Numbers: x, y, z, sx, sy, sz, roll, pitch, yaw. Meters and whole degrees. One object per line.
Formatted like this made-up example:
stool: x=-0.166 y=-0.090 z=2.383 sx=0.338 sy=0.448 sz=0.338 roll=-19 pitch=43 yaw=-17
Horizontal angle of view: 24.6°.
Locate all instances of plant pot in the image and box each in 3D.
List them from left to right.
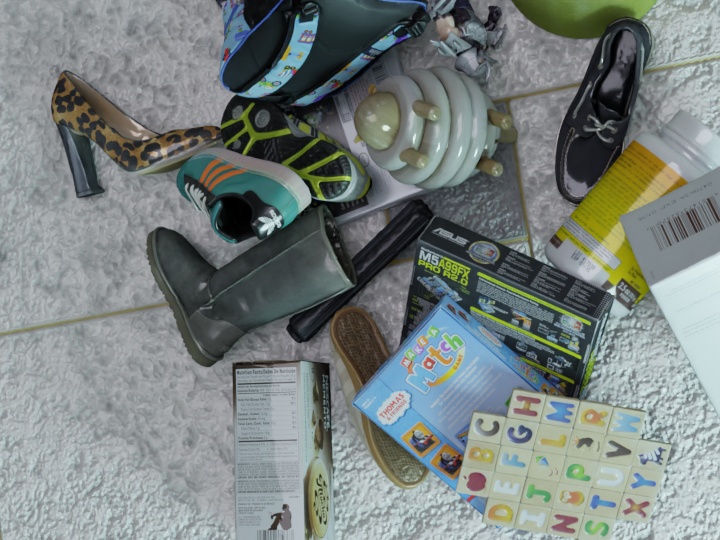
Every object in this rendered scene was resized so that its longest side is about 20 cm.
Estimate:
plant pot: x=0.213 y=-0.344 z=1.645 sx=0.186 sy=0.200 sz=0.189 roll=-1 pitch=85 yaw=14

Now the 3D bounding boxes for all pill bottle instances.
pill bottle: x=0.284 y=-0.059 z=1.649 sx=0.109 sy=0.109 sz=0.200 roll=41 pitch=97 yaw=14

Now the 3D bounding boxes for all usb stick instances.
usb stick: x=0.000 y=0.000 z=1.750 sx=0.200 sy=0.055 sz=0.033 roll=-44 pitch=92 yaw=8

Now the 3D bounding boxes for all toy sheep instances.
toy sheep: x=0.080 y=-0.144 z=1.686 sx=0.138 sy=0.199 sz=0.139 roll=-20 pitch=66 yaw=54

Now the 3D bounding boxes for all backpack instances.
backpack: x=-0.054 y=-0.259 z=1.680 sx=0.200 sy=0.182 sz=0.135 roll=-40 pitch=57 yaw=44

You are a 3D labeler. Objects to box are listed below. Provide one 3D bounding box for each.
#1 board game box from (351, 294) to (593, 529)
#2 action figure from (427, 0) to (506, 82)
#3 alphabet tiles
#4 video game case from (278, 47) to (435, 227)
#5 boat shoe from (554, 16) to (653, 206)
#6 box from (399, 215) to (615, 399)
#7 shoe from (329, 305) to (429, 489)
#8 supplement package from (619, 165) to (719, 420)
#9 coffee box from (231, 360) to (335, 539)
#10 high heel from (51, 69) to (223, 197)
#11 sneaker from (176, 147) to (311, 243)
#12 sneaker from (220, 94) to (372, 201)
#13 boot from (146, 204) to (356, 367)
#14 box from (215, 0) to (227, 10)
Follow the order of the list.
board game box: x=0.113 y=0.144 z=1.665 sx=0.200 sy=0.037 sz=0.151 roll=40 pitch=116 yaw=-3
action figure: x=0.100 y=-0.283 z=1.715 sx=0.069 sy=0.130 sz=0.201 roll=-22 pitch=70 yaw=14
alphabet tiles: x=0.200 y=0.196 z=1.640 sx=0.198 sy=0.006 sz=0.167 roll=10 pitch=121 yaw=-1
video game case: x=-0.026 y=-0.152 z=1.787 sx=0.181 sy=0.023 sz=0.201 roll=-20 pitch=81 yaw=12
boat shoe: x=0.243 y=-0.161 z=1.684 sx=0.072 sy=0.063 sz=0.201 roll=21 pitch=101 yaw=12
box: x=0.143 y=0.052 z=1.662 sx=0.199 sy=0.044 sz=0.161 roll=24 pitch=136 yaw=16
shoe: x=0.020 y=0.134 z=1.740 sx=0.069 sy=0.053 sz=0.201 roll=-20 pitch=84 yaw=-16
supplement package: x=0.345 y=0.023 z=1.569 sx=0.116 sy=0.200 sz=0.118 roll=-27 pitch=35 yaw=10
coffee box: x=-0.079 y=0.195 z=1.725 sx=0.079 sy=0.113 sz=0.202 roll=-3 pitch=84 yaw=15
high heel: x=-0.251 y=-0.173 z=1.820 sx=0.199 sy=0.071 sz=0.144 roll=-16 pitch=88 yaw=22
sneaker: x=-0.141 y=-0.075 z=1.720 sx=0.199 sy=0.072 sz=0.080 roll=10 pitch=47 yaw=50
sneaker: x=-0.072 y=-0.123 z=1.752 sx=0.200 sy=0.076 sz=0.076 roll=38 pitch=100 yaw=32
boot: x=-0.117 y=-0.013 z=1.752 sx=0.200 sy=0.072 sz=0.183 roll=-36 pitch=72 yaw=23
box: x=-0.105 y=-0.403 z=1.779 sx=0.196 sy=0.117 sz=0.201 roll=-35 pitch=79 yaw=10
